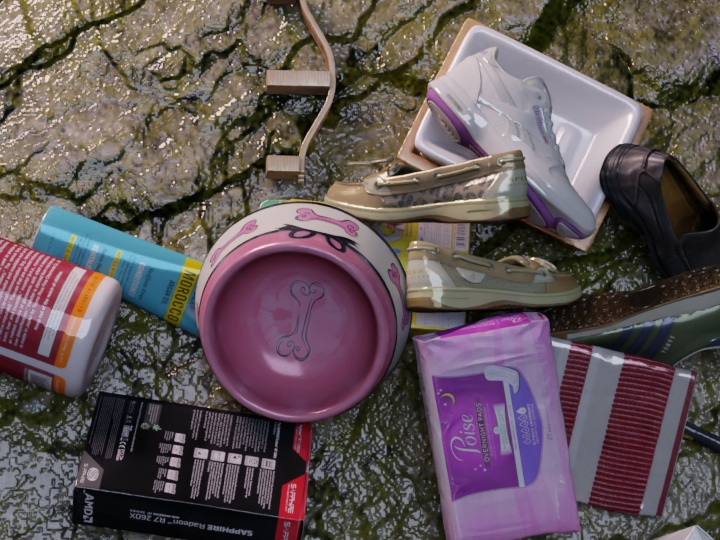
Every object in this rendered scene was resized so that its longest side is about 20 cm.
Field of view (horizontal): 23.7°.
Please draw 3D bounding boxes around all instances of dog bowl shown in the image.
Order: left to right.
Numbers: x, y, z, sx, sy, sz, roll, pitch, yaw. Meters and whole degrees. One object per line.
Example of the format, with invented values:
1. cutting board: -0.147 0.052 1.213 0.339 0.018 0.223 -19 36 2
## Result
1. dog bowl: -0.055 0.045 1.515 0.199 0.074 0.202 1 108 5

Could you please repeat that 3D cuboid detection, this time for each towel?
1. towel: 0.195 0.138 1.567 0.199 0.023 0.145 13 97 -3

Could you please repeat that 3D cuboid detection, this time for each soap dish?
1. soap dish: 0.154 -0.124 1.623 0.199 0.081 0.158 27 75 1

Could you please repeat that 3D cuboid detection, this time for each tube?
1. tube: -0.202 0.002 1.575 0.199 0.050 0.078 23 115 0

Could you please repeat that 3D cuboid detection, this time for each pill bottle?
1. pill bottle: -0.322 0.029 1.523 0.199 0.113 0.114 20 75 -1

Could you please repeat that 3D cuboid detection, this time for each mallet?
1. mallet: 0.382 0.189 1.593 0.199 0.066 0.041 24 73 16

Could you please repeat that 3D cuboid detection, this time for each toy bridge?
1. toy bridge: -0.058 -0.180 1.645 0.067 0.027 0.201 0 76 -6

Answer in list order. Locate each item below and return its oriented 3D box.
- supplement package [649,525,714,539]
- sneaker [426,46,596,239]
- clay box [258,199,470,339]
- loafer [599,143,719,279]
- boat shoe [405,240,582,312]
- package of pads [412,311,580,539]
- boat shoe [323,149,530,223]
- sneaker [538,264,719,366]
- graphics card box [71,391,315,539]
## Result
1. supplement package: 0.252 0.345 1.456 0.147 0.191 0.200 42 75 5
2. sneaker: 0.152 -0.117 1.540 0.099 0.075 0.200 -39 82 -12
3. clay box: 0.000 0.000 1.594 0.199 0.048 0.116 5 75 -3
4. loafer: 0.302 -0.037 1.584 0.200 0.072 0.073 42 70 -27
5. boat shoe: 0.123 0.005 1.555 0.200 0.073 0.064 -1 87 -36
6. package of pads: 0.120 0.143 1.517 0.120 0.076 0.201 -10 96 -2
7. boat shoe: 0.059 -0.075 1.524 0.199 0.073 0.063 1 97 27
8. sneaker: 0.260 0.065 1.591 0.199 0.067 0.090 -15 114 11
9. graphics card box: -0.145 0.177 1.504 0.199 0.051 0.126 9 38 -4
